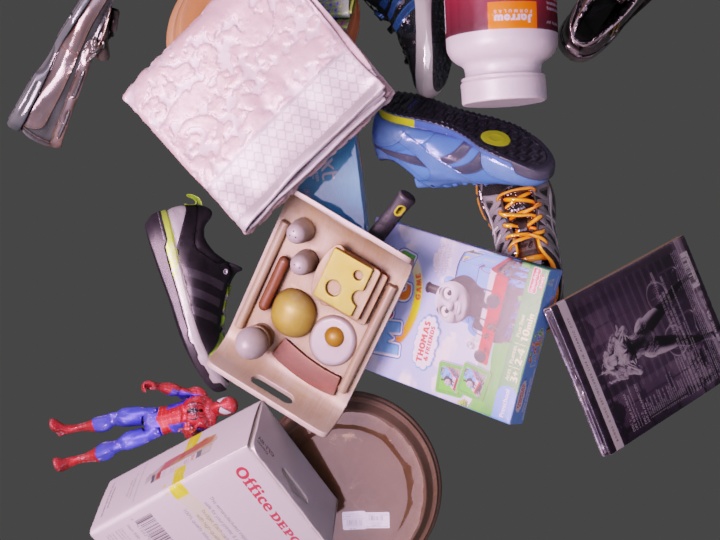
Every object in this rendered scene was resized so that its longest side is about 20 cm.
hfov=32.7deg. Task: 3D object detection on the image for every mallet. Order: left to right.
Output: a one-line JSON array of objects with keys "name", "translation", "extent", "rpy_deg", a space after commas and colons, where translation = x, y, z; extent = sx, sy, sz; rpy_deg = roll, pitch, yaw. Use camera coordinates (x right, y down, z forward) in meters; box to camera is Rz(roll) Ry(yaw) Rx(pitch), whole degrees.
[{"name": "mallet", "translation": [0.000, 0.000, 1.213], "extent": [0.065, 0.041, 0.200], "rpy_deg": [32, 123, -24]}]

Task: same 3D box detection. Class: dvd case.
[{"name": "dvd case", "translation": [0.276, 0.069, 1.195], "extent": [0.198, 0.016, 0.151], "rpy_deg": [-24, 93, -33]}]

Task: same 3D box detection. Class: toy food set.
[{"name": "toy food set", "translation": [-0.050, 0.039, 1.175], "extent": [0.142, 0.060, 0.202], "rpy_deg": [29, 108, 10]}]

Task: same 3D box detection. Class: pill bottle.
[{"name": "pill bottle", "translation": [0.137, -0.265, 1.199], "extent": [0.111, 0.113, 0.204], "rpy_deg": [-3, 92, 4]}]

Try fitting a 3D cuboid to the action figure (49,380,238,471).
[{"name": "action figure", "translation": [-0.224, 0.152, 1.247], "extent": [0.197, 0.099, 0.066], "rpy_deg": [-13, 70, 2]}]

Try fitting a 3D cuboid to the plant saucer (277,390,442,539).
[{"name": "plant saucer", "translation": [-0.014, 0.227, 1.272], "extent": [0.196, 0.029, 0.204], "rpy_deg": [0, 92, 3]}]

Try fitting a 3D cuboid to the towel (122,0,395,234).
[{"name": "towel", "translation": [-0.098, -0.167, 1.146], "extent": [0.200, 0.032, 0.191], "rpy_deg": [-43, 78, 6]}]

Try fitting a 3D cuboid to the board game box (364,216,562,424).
[{"name": "board game box", "translation": [0.086, 0.046, 1.209], "extent": [0.198, 0.036, 0.154], "rpy_deg": [18, 97, 31]}]

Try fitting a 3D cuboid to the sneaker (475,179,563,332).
[{"name": "sneaker", "translation": [0.165, -0.036, 1.225], "extent": [0.077, 0.077, 0.203], "rpy_deg": [-15, 90, 6]}]

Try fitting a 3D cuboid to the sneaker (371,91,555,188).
[{"name": "sneaker", "translation": [0.100, -0.112, 1.214], "extent": [0.198, 0.066, 0.079], "rpy_deg": [22, 126, 24]}]

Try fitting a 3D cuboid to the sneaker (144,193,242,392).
[{"name": "sneaker", "translation": [-0.154, 0.023, 1.251], "extent": [0.082, 0.072, 0.203], "rpy_deg": [-19, 98, -11]}]

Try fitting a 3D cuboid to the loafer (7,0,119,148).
[{"name": "loafer", "translation": [-0.288, -0.220, 1.262], "extent": [0.062, 0.072, 0.201], "rpy_deg": [31, 101, -18]}]

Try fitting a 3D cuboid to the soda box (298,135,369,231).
[{"name": "soda box", "translation": [-0.034, -0.123, 1.241], "extent": [0.067, 0.064, 0.204], "rpy_deg": [-7, 92, 4]}]

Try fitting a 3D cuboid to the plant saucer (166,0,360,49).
[{"name": "plant saucer", "translation": [-0.099, -0.246, 1.211], "extent": [0.197, 0.032, 0.203], "rpy_deg": [-6, 63, 11]}]

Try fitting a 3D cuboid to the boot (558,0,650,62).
[{"name": "boot", "translation": [0.256, -0.277, 1.159], "extent": [0.069, 0.174, 0.201], "rpy_deg": [34, 94, 2]}]

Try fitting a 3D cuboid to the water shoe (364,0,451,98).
[{"name": "water shoe", "translation": [0.043, -0.270, 1.237], "extent": [0.078, 0.071, 0.204], "rpy_deg": [-7, 85, 22]}]

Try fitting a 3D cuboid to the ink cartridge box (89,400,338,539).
[{"name": "ink cartridge box", "translation": [-0.140, 0.242, 1.211], "extent": [0.198, 0.084, 0.146], "rpy_deg": [-29, 112, 19]}]

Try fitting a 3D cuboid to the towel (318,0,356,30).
[{"name": "towel", "translation": [-0.059, -0.326, 1.207], "extent": [0.141, 0.023, 0.203], "rpy_deg": [5, 66, 13]}]
